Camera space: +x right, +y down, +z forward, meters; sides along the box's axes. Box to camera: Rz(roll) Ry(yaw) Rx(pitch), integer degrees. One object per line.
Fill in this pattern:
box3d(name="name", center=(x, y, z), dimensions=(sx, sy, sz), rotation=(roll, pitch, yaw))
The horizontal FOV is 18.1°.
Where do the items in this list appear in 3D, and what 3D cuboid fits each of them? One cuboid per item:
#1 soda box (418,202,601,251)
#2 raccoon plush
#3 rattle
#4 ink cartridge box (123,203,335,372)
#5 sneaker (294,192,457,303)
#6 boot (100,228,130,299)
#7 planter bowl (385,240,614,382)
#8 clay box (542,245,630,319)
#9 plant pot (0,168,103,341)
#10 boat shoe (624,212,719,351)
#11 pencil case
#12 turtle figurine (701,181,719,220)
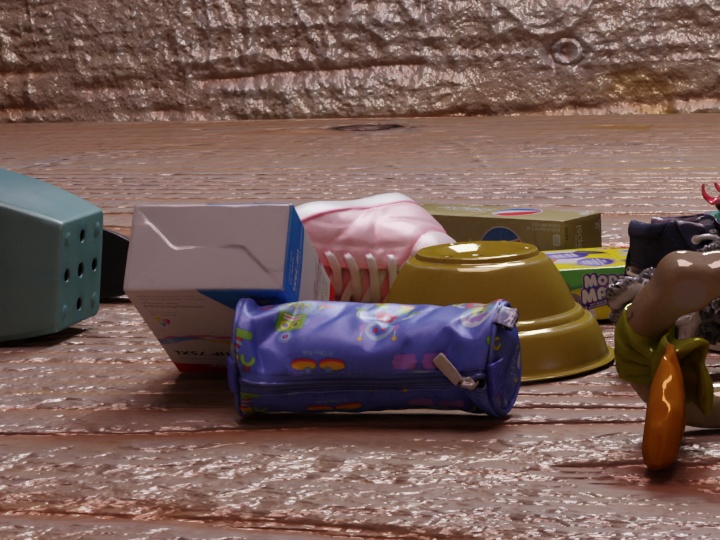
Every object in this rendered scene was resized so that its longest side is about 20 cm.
box3d(name="soda box", center=(0.114, -0.020, 2.000), dimensions=(0.199, 0.068, 0.064), rotation=(4, 11, 37))
box3d(name="raccoon plush", center=(0.255, -0.012, 1.612), dimensions=(0.133, 0.097, 0.201), rotation=(13, 56, 19))
box3d(name="rattle", center=(0.259, 0.073, 1.362), dimensions=(0.199, 0.131, 0.143), rotation=(23, 13, -17))
box3d(name="ink cartridge box", center=(-0.086, 0.022, 1.614), dimensions=(0.115, 0.068, 0.200), rotation=(0, -23, 11))
box3d(name="sneaker", center=(0.000, 0.000, 1.749), dimensions=(0.199, 0.076, 0.105), rotation=(-16, 45, -41))
box3d(name="boot", center=(-0.231, -0.006, 2.109), dimensions=(0.187, 0.069, 0.200), rotation=(-6, -2, 28))
box3d(name="planter bowl", center=(0.087, 0.024, 1.663), dimensions=(0.199, 0.084, 0.200), rotation=(-2, 9, 0))
box3d(name="clay box", center=(0.158, 0.012, 1.848), dimensions=(0.198, 0.048, 0.115), rotation=(-3, 8, -9))
box3d(name="plant pot", center=(-0.319, -0.011, 1.856), dimensions=(0.199, 0.142, 0.141), rotation=(8, 11, 16))
box3d(name="boat shoe", center=(0.274, 0.008, 1.690), dimensions=(0.074, 0.093, 0.199), rotation=(-10, 12, -44))
box3d(name="pencil case", center=(0.009, 0.058, 1.482), dimensions=(0.199, 0.079, 0.087), rotation=(0, 17, 13))
box3d(name="turtle figurine", center=(0.354, -0.040, 2.003), dimensions=(0.149, 0.101, 0.200), rotation=(-2, 3, 3))
